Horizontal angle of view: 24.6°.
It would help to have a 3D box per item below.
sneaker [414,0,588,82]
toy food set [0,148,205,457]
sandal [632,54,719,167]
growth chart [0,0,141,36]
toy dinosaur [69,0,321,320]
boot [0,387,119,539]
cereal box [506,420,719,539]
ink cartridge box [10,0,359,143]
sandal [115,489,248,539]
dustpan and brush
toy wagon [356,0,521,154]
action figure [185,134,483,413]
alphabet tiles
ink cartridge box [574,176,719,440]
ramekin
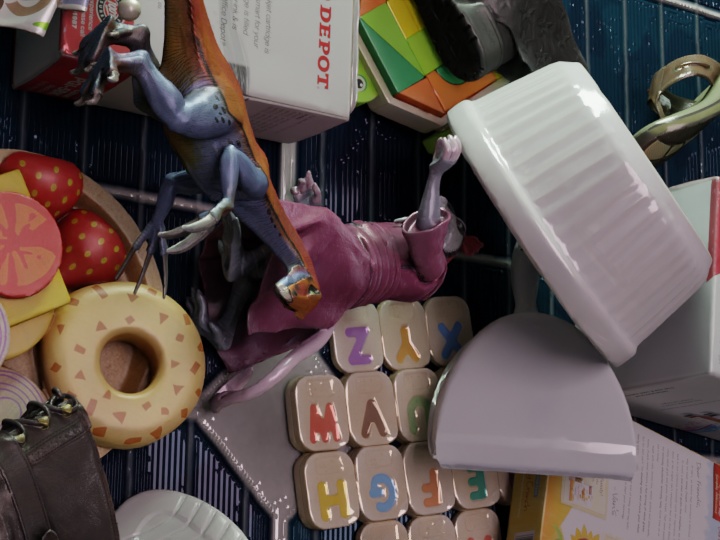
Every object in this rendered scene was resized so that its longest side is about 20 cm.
[{"bbox_3d":[0.085,-0.208,1.136,0.104,0.060,0.201,-30,102,-34],"label":"sneaker"},{"bbox_3d":[-0.194,0.028,0.940,0.197,0.049,0.201,-24,94,-36],"label":"toy food set"},{"bbox_3d":[0.256,-0.139,1.287,0.057,0.080,0.201,46,49,3],"label":"sandal"},{"bbox_3d":[-0.207,-0.197,0.932,0.199,0.018,0.146,4,78,2],"label":"growth chart"},{"bbox_3d":[-0.072,-0.064,0.900,0.181,0.105,0.200,33,93,-26],"label":"toy dinosaur"},{"bbox_3d":[-0.215,0.105,0.851,0.174,0.069,0.201,-31,109,-43],"label":"boot"},{"bbox_3d":[0.189,0.182,1.167,0.200,0.039,0.145,28,59,-32],"label":"cereal box"},{"bbox_3d":[-0.106,-0.170,1.024,0.199,0.083,0.148,10,75,-32],"label":"ink cartridge box"},{"bbox_3d":[-0.074,0.201,0.931,0.082,0.202,0.050,-36,144,-28],"label":"sandal"},{"bbox_3d":[0.116,0.055,1.126,0.139,0.057,0.201,4,62,-2],"label":"dustpan and brush"},{"bbox_3d":[0.036,-0.161,1.149,0.200,0.040,0.156,-34,100,-35],"label":"toy wagon"},{"bbox_3d":[0.000,0.000,1.030,0.199,0.134,0.150,-5,83,-33],"label":"action figure"},{"bbox_3d":[0.040,0.115,1.106,0.199,0.015,0.197,-1,80,-36],"label":"alphabet tiles"},{"bbox_3d":[0.277,0.038,1.210,0.199,0.144,0.146,16,70,-32],"label":"ink cartridge box"},{"bbox_3d":[0.149,-0.046,1.083,0.094,0.202,0.203,-35,104,9],"label":"ramekin"}]
